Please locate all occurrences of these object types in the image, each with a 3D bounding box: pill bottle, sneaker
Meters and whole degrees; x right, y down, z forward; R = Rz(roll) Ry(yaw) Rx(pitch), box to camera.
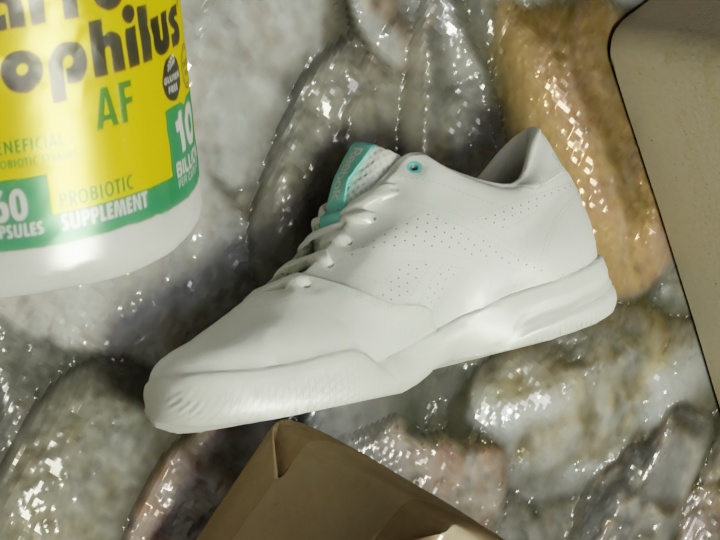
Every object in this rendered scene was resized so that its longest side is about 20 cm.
[{"bbox_3d":[-0.111,-0.102,0.729,0.113,0.113,0.200,-18,111,-36],"label":"pill bottle"},{"bbox_3d":[0.000,0.000,0.887,0.200,0.075,0.089,-18,95,-38],"label":"sneaker"}]

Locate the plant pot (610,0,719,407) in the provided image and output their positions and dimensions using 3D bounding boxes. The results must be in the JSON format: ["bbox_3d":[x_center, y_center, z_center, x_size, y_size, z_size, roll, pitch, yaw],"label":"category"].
[{"bbox_3d":[0.252,-0.049,1.007,0.200,0.177,0.200,-37,121,-28],"label":"plant pot"}]

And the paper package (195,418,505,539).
[{"bbox_3d":[0.010,0.182,0.891,0.200,0.103,0.191,38,84,-41],"label":"paper package"}]
